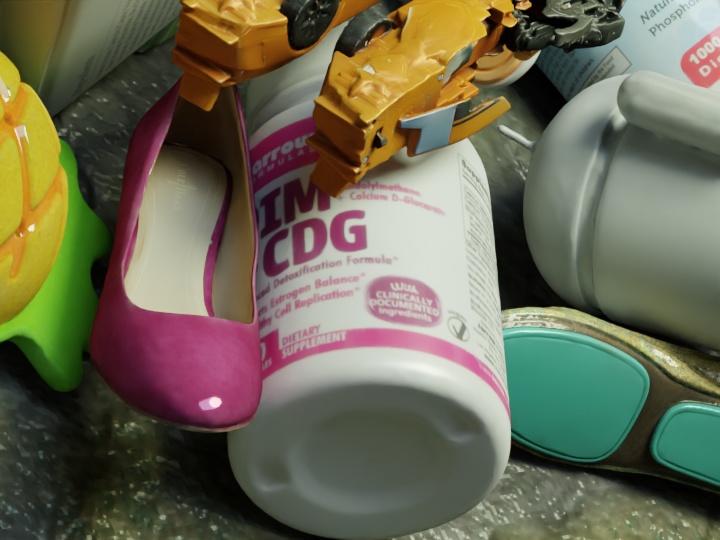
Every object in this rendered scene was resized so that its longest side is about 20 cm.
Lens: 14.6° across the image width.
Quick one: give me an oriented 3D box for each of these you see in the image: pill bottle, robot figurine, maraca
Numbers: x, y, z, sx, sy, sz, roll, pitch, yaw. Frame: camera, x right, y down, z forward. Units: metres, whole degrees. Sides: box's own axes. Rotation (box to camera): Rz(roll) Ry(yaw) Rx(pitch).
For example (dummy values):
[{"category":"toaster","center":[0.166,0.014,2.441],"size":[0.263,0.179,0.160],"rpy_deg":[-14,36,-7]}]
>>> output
[{"category":"pill bottle","center":[0.123,-0.144,1.393],"size":[0.200,0.109,0.109],"rpy_deg":[51,41,12]},{"category":"robot figurine","center":[0.021,-0.109,1.158],"size":[0.145,0.058,0.200],"rpy_deg":[35,43,21]},{"category":"robot figurine","center":[0.158,-0.024,1.271],"size":[0.199,0.170,0.113],"rpy_deg":[16,54,26]},{"category":"maraca","center":[-0.159,-0.029,1.080],"size":[0.200,0.107,0.138],"rpy_deg":[35,45,-47]},{"category":"pill bottle","center":[0.000,0.000,1.165],"size":[0.113,0.113,0.201],"rpy_deg":[19,44,-24]}]

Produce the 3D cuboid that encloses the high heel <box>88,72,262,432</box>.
[{"category":"high heel","center":[-0.062,-0.012,1.086],"size":[0.067,0.096,0.200],"rpy_deg":[13,20,-7]}]

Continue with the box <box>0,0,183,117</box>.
[{"category":"box","center":[-0.129,-0.206,1.147],"size":[0.199,0.200,0.171],"rpy_deg":[46,66,6]}]

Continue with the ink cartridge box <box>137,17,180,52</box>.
[{"category":"ink cartridge box","center":[-0.083,-0.196,1.330],"size":[0.146,0.048,0.200],"rpy_deg":[47,42,7]}]

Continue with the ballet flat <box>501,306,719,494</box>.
[{"category":"ballet flat","center":[0.119,0.055,1.256],"size":[0.199,0.071,0.071],"rpy_deg":[18,45,-24]}]

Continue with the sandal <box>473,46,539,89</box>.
[{"category":"sandal","center":[0.027,-0.185,1.350],"size":[0.059,0.079,0.208],"rpy_deg":[7,54,-57]}]
